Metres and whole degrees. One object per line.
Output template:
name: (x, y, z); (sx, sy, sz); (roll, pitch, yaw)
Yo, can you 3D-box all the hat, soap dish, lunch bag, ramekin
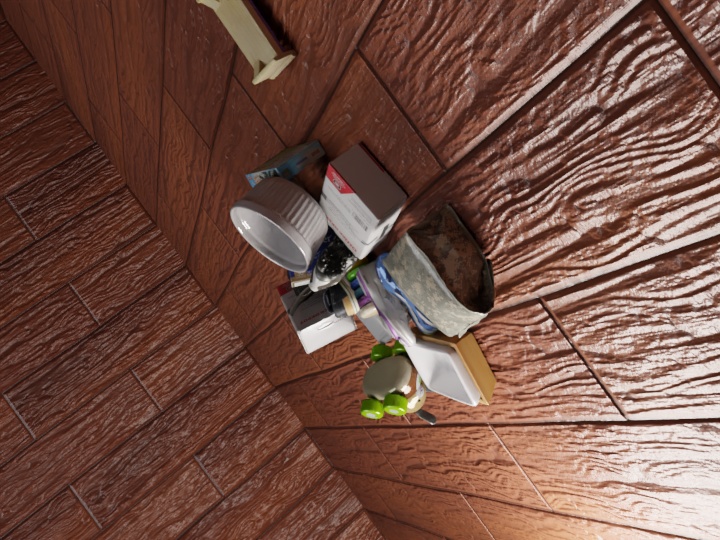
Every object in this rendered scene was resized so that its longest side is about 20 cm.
hat: (-0.129, 0.010, 1.645); (0.081, 0.201, 0.201); (40, 158, 3)
soap dish: (0.189, 0.193, 1.473); (0.159, 0.081, 0.199); (60, 158, -17)
lunch bag: (0.150, 0.013, 1.228); (0.201, 0.117, 0.164); (55, 158, 8)
ramekin: (-0.161, -0.101, 1.439); (0.198, 0.106, 0.201); (29, 157, 13)

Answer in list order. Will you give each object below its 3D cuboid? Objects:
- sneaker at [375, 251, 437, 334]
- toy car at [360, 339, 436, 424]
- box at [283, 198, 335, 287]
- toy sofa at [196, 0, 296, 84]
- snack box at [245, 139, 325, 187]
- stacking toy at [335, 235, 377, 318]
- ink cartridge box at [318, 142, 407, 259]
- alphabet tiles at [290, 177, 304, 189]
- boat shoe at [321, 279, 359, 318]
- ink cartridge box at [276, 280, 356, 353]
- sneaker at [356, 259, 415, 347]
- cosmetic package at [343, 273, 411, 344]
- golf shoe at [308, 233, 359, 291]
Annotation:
sneaker: (0.112, 0.038, 1.417); (0.200, 0.074, 0.082); (48, 157, -6)
toy car: (0.117, 0.279, 1.624); (0.199, 0.167, 0.157); (31, 147, -30)
box: (-0.116, -0.070, 1.549); (0.033, 0.119, 0.203); (93, 163, -65)
toy sofa: (-0.206, -0.465, 1.312); (0.082, 0.097, 0.201); (-29, 97, 44)
snack box: (-0.168, -0.230, 1.519); (0.037, 0.116, 0.199); (59, 158, -18)
stacking toy: (0.000, 0.000, 1.562); (0.203, 0.084, 0.085); (66, 161, 11)
ink cartridge box: (-0.002, -0.131, 1.369); (0.145, 0.083, 0.200); (49, 158, 9)
alphabet tiles: (-0.179, -0.126, 1.599); (0.168, 0.199, 0.008); (51, 140, 5)
boat shoe: (-0.057, 0.058, 1.576); (0.076, 0.061, 0.200); (68, 171, -19)
ink cartridge box: (-0.113, 0.095, 1.777); (0.201, 0.143, 0.085); (56, 170, 51)
sneaker: (0.074, 0.063, 1.469); (0.202, 0.099, 0.075); (60, 171, 8)
cosmetic package: (0.023, 0.071, 1.646); (0.201, 0.071, 0.102); (50, 158, 7)
golf shoe: (-0.050, -0.024, 1.475); (0.078, 0.200, 0.095); (45, 128, 5)
